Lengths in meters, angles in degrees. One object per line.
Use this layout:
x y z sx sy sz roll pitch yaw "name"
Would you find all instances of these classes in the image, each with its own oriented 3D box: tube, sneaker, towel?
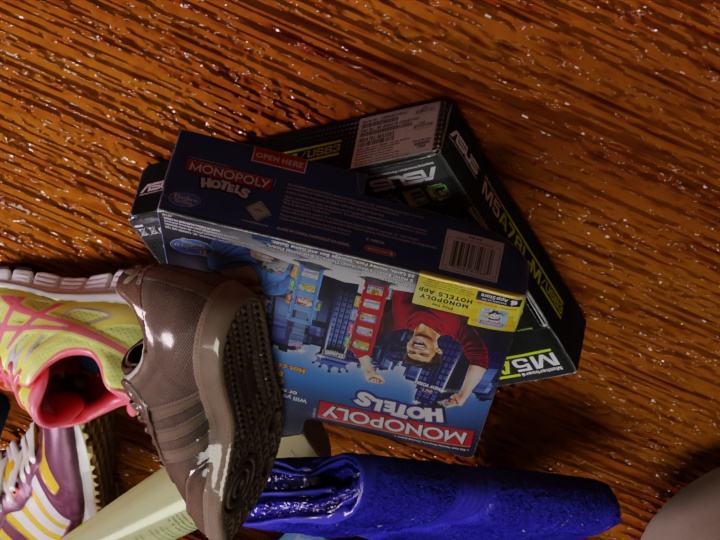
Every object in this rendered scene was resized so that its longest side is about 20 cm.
-0.114 0.140 1.746 0.200 0.052 0.058 -31 122 12 "tube"
-0.188 0.052 1.679 0.200 0.090 0.078 -7 139 39 "sneaker"
0.036 0.140 1.677 0.200 0.050 0.148 8 172 -35 "towel"
-0.202 0.132 1.799 0.090 0.075 0.200 3 139 3 "sneaker"
-0.090 0.066 1.545 0.075 0.070 0.200 23 140 19 "sneaker"

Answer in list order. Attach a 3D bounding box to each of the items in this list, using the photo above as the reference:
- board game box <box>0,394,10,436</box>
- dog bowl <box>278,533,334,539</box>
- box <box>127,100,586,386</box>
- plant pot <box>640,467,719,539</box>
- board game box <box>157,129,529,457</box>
-0.330 0.050 1.769 0.135 0.035 0.200 -14 133 30 "board game box"
0.019 0.226 1.833 0.200 0.050 0.111 35 176 -25 "dog bowl"
0.000 0.000 1.609 0.200 0.048 0.193 -12 137 26 "box"
0.263 0.241 1.664 0.187 0.200 0.188 -1 129 -1 "plant pot"
-0.021 0.030 1.567 0.200 0.062 0.200 14 141 -1 "board game box"
